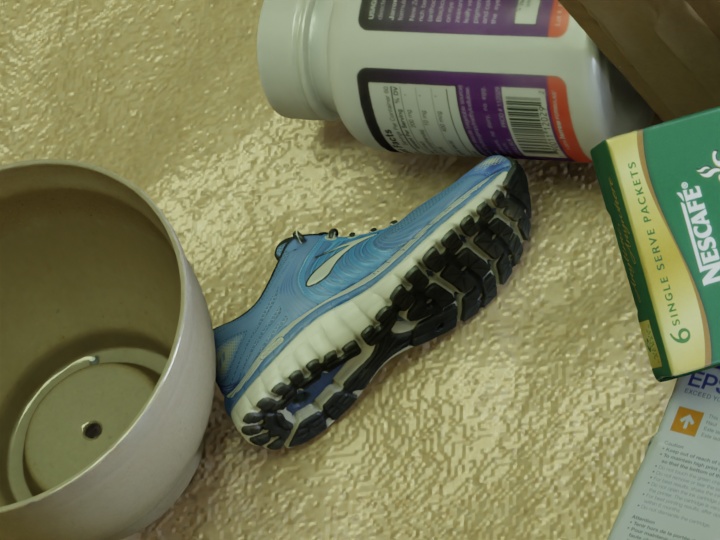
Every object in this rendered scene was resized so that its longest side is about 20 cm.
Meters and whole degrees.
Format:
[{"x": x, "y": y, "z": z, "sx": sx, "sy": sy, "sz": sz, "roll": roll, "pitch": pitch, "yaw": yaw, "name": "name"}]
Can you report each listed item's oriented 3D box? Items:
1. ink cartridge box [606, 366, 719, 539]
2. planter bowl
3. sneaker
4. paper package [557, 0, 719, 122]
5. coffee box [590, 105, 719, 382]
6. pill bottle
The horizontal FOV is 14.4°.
[{"x": 0.207, "y": 0.153, "z": 1.333, "sx": 0.199, "sy": 0.041, "sz": 0.201, "roll": 15, "pitch": 65, "yaw": 27, "name": "ink cartridge box"}, {"x": -0.156, "y": 0.062, "z": 1.473, "sx": 0.199, "sy": 0.135, "sz": 0.201, "roll": -10, "pitch": 58, "yaw": 17, "name": "planter bowl"}, {"x": 0.000, "y": 0.000, "z": 1.487, "sx": 0.200, "sy": 0.079, "sz": 0.089, "roll": -36, "pitch": 56, "yaw": -3, "name": "sneaker"}, {"x": 0.188, "y": -0.188, "z": 1.443, "sx": 0.103, "sy": 0.191, "sz": 0.201, "roll": -2, "pitch": 61, "yaw": 35, "name": "paper package"}, {"x": 0.222, "y": -0.030, "z": 1.377, "sx": 0.199, "sy": 0.044, "sz": 0.124, "roll": -14, "pitch": 88, "yaw": -6, "name": "coffee box"}, {"x": 0.051, "y": -0.117, "z": 1.516, "sx": 0.199, "sy": 0.112, "sz": 0.112, "roll": 5, "pitch": 62, "yaw": 25, "name": "pill bottle"}]
